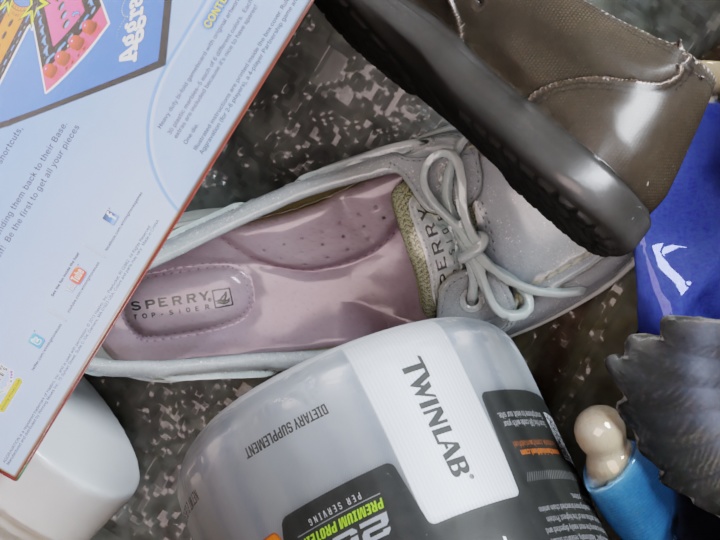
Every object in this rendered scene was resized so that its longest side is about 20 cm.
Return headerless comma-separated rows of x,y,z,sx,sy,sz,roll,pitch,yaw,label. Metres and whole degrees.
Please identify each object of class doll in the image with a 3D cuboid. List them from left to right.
0.123,0.035,0.876,0.136,0.048,0.202,-1,93,-29,doll

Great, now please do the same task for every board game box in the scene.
-0.096,-0.046,0.830,0.103,0.019,0.201,31,99,-12,board game box

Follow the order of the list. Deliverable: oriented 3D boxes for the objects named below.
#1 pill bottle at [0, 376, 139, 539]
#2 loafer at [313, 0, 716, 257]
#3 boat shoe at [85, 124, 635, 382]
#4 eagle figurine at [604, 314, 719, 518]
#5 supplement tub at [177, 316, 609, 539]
-0.172,0.108,0.927,0.200,0.113,0.113,-43,90,13,pill bottle
0.036,-0.087,0.861,0.071,0.073,0.200,-43,64,-3,loafer
-0.001,-0.001,0.902,0.200,0.065,0.075,-10,98,11,boat shoe
0.193,0.024,0.793,0.199,0.151,0.152,28,134,42,eagle figurine
0.031,0.127,0.855,0.122,0.122,0.201,-30,69,13,supplement tub
